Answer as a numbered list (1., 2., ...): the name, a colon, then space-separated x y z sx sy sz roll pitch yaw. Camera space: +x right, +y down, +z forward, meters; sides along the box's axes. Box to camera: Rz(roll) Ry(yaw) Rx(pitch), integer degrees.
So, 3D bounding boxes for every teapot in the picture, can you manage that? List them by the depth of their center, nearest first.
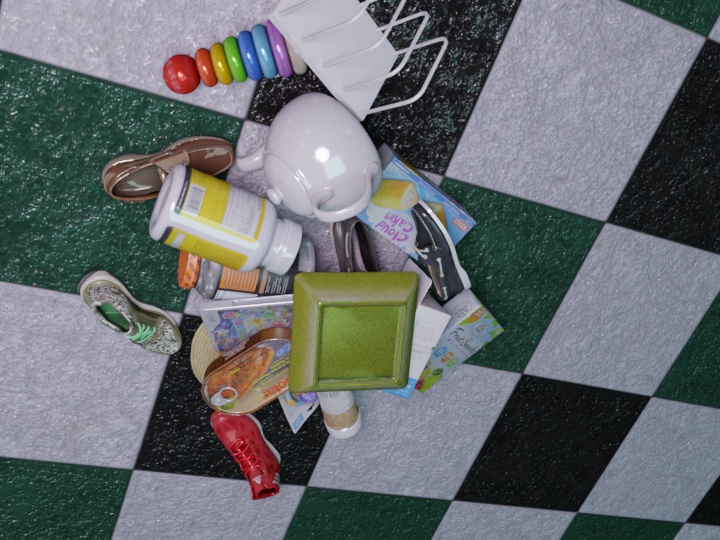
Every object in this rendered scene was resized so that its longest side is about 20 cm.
1. teapot: -0.071 -0.145 1.145 0.146 0.200 0.198 -41 90 -19

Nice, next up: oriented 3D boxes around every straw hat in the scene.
1. straw hat: -0.200 0.166 1.374 0.199 0.085 0.203 -8 122 -13

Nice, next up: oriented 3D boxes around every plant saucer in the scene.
1. plant saucer: -0.005 0.104 1.219 0.198 0.048 0.202 0 109 -15

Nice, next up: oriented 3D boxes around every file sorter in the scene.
1. file sorter: 0.005 -0.331 1.077 0.200 0.124 0.139 45 58 -33

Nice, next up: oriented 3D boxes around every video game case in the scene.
1. video game case: -0.147 0.084 1.273 0.198 0.018 0.144 -5 148 -1

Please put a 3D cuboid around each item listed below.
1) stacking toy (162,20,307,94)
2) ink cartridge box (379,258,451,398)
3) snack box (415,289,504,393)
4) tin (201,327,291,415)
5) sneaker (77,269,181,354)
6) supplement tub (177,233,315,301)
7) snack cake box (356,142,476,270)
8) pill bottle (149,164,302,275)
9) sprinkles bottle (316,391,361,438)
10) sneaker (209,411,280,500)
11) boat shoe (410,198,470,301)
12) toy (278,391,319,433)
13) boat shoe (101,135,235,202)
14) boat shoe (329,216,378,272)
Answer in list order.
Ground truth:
1. stacking toy: -0.179 -0.291 1.111 0.198 0.086 0.086 -17 124 -1
2. ink cartridge box: 0.080 0.095 1.329 0.067 0.116 0.201 21 103 -24
3. snack box: 0.153 0.132 1.456 0.200 0.053 0.142 -39 147 7
4. tin: -0.169 0.166 1.298 0.199 0.042 0.112 -32 118 17
5. sneaker: -0.369 0.089 1.274 0.077 0.089 0.200 -42 123 10
6. supplement tub: -0.180 -0.010 1.252 0.198 0.123 0.123 9 118 -21
7. snack cake box: 0.079 -0.102 1.309 0.199 0.067 0.115 33 106 -31
8. pill bottle: -0.189 -0.064 1.129 0.199 0.112 0.113 22 112 -23
9. sprinkles bottle: -0.045 0.210 1.388 0.068 0.068 0.201 -18 133 -6
10. sneaker: -0.201 0.343 1.464 0.078 0.116 0.200 -35 124 6
11. boat shoe: 0.120 -0.026 1.283 0.060 0.076 0.201 -32 124 -2
12. toy: -0.102 0.185 1.402 0.115 0.047 0.201 -49 132 -35
13. boat shoe: -0.280 -0.142 1.171 0.198 0.072 0.076 -18 124 -6
14. boat shoe: 0.000 0.000 1.322 0.067 0.057 0.202 -29 114 -30
